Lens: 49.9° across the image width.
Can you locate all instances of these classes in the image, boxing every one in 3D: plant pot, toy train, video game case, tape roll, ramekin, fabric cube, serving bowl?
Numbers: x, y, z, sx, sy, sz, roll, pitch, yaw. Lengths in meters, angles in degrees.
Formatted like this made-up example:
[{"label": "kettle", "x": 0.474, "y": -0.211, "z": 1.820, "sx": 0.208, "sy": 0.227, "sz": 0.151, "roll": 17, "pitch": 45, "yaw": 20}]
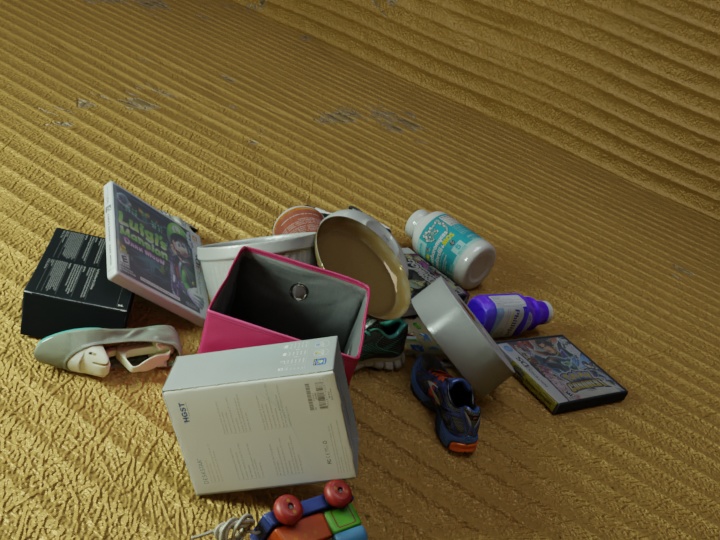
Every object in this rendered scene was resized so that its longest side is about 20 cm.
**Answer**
[{"label": "plant pot", "x": 0.000, "y": 0.000, "z": 1.257, "sx": 0.199, "sy": 0.027, "sz": 0.201, "roll": 31, "pitch": 38, "yaw": -27}, {"label": "toy train", "x": -0.075, "y": 0.314, "z": 0.840, "sx": 0.199, "sy": 0.085, "sz": 0.116, "roll": -5, "pitch": 48, "yaw": -40}, {"label": "video game case", "x": -0.314, "y": -0.023, "z": 1.203, "sx": 0.200, "sy": 0.023, "sz": 0.183, "roll": 37, "pitch": 30, "yaw": -48}, {"label": "tape roll", "x": 0.169, "y": 0.107, "z": 1.277, "sx": 0.201, "sy": 0.066, "sz": 0.200, "roll": 51, "pitch": 8, "yaw": -10}, {"label": "ramekin", "x": -0.162, "y": 0.001, "z": 1.264, "sx": 0.198, "sy": 0.106, "sz": 0.200, "roll": -6, "pitch": 6, "yaw": 1}, {"label": "video game case", "x": 0.366, "y": 0.186, "z": 1.428, "sx": 0.199, "sy": 0.026, "sz": 0.181, "roll": -2, "pitch": 33, "yaw": -36}, {"label": "fabric cube", "x": -0.110, "y": 0.118, "z": 1.045, "sx": 0.195, "sy": 0.201, "sz": 0.200, "roll": 17, "pitch": 26, "yaw": -2}, {"label": "serving bowl", "x": 0.019, "y": -0.037, "z": 1.398, "sx": 0.200, "sy": 0.066, "sz": 0.201, "roll": 37, "pitch": 28, "yaw": -23}, {"label": "video game case", "x": 0.089, "y": 0.019, "z": 1.540, "sx": 0.180, "sy": 0.036, "sz": 0.200, "roll": -6, "pitch": 33, "yaw": -39}]

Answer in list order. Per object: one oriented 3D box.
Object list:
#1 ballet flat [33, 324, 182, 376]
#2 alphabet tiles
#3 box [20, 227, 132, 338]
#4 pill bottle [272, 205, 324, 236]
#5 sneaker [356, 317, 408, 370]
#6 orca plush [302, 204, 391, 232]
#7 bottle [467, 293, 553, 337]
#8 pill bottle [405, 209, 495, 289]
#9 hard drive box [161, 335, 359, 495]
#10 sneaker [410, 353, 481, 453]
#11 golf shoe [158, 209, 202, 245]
[{"label": "ballet flat", "x": -0.337, "y": 0.113, "z": 1.056, "sx": 0.199, "sy": 0.068, "sz": 0.064, "roll": -4, "pitch": 45, "yaw": -37}, {"label": "alphabet tiles", "x": 0.111, "y": 0.115, "z": 1.416, "sx": 0.165, "sy": 0.006, "sz": 0.200, "roll": 4, "pitch": 30, "yaw": -29}, {"label": "box", "x": -0.410, "y": 0.025, "z": 1.159, "sx": 0.140, "sy": 0.079, "sz": 0.200, "roll": 10, "pitch": 27, "yaw": -12}, {"label": "pill bottle", "x": -0.093, "y": -0.029, "z": 1.433, "sx": 0.111, "sy": 0.113, "sz": 0.200, "roll": 7, "pitch": 28, "yaw": -22}, {"label": "sneaker", "x": -0.003, "y": 0.112, "z": 1.247, "sx": 0.199, "sy": 0.092, "sz": 0.078, "roll": -5, "pitch": 34, "yaw": -39}, {"label": "orca plush", "x": -0.039, "y": -0.085, "z": 1.628, "sx": 0.199, "sy": 0.105, "sz": 0.071, "roll": 26, "pitch": 58, "yaw": 7}, {"label": "bottle", "x": 0.292, "y": 0.086, "z": 1.503, "sx": 0.199, "sy": 0.084, "sz": 0.065, "roll": 0, "pitch": 31, "yaw": -35}, {"label": "pill bottle", "x": 0.187, "y": -0.055, "z": 1.672, "sx": 0.110, "sy": 0.112, "sz": 0.200, "roll": -9, "pitch": 37, "yaw": -44}, {"label": "hard drive box", "x": -0.111, "y": 0.172, "z": 0.909, "sx": 0.198, "sy": 0.157, "sz": 0.077, "roll": -7, "pitch": 26, "yaw": 5}, {"label": "sneaker", "x": 0.141, "y": 0.191, "z": 1.207, "sx": 0.075, "sy": 0.079, "sz": 0.200, "roll": 6, "pitch": 29, "yaw": -26}, {"label": "golf shoe", "x": -0.313, "y": -0.041, "z": 1.359, "sx": 0.097, "sy": 0.079, "sz": 0.200, "roll": 13, "pitch": 28, "yaw": -26}]
